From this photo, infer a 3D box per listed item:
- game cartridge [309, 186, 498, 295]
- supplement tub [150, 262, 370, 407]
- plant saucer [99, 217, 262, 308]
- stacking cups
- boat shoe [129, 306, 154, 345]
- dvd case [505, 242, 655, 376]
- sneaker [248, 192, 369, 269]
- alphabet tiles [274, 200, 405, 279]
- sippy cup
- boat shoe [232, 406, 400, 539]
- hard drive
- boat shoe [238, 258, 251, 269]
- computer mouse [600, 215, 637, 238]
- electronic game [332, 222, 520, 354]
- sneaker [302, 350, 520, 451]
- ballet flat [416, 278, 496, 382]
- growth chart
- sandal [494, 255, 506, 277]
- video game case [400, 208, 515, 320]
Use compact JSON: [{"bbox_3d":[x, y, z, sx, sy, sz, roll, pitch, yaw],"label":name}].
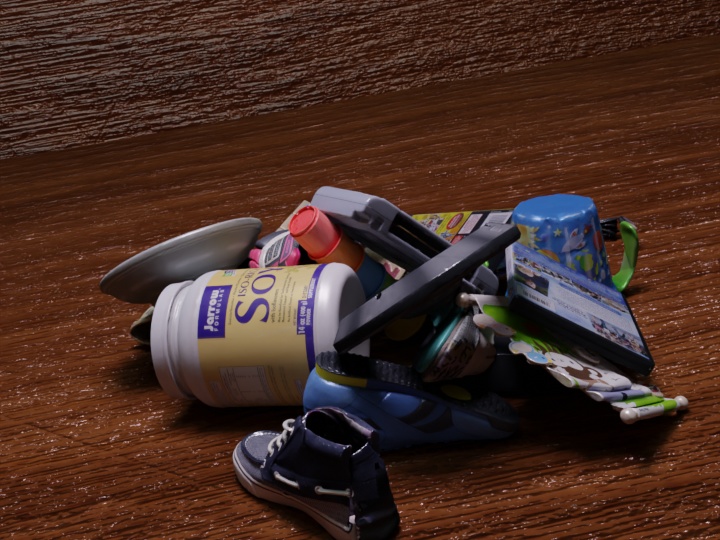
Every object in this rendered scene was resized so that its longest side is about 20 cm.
[{"bbox_3d":[0.045,-0.031,0.996,0.199,0.042,0.133,31,-3,-31],"label":"game cartridge"},{"bbox_3d":[-0.100,0.069,0.945,0.198,0.146,0.146,-4,20,15],"label":"supplement tub"},{"bbox_3d":[-0.199,0.001,1.050,0.199,0.051,0.200,-23,-5,-2],"label":"plant saucer"},{"bbox_3d":[0.000,0.000,1.000,0.060,0.200,0.061,-24,42,23],"label":"stacking cups"},{"bbox_3d":[-0.207,0.073,1.109,0.199,0.074,0.063,-4,22,48],"label":"boat shoe"},{"bbox_3d":[0.212,0.031,0.906,0.142,0.018,0.200,26,18,0],"label":"dvd case"},{"bbox_3d":[-0.034,-0.030,1.059,0.074,0.081,0.200,0,26,46],"label":"sneaker"},{"bbox_3d":[-0.030,-0.017,1.125,0.166,0.006,0.200,27,45,10],"label":"alphabet tiles"},{"bbox_3d":[0.230,-0.016,1.062,0.139,0.131,0.177,7,25,40],"label":"sippy cup"},{"bbox_3d":[-0.046,0.150,0.767,0.074,0.093,0.199,-24,24,-38],"label":"boat shoe"},{"bbox_3d":[0.161,0.081,0.950,0.199,0.043,0.135,-1,21,23],"label":"hard drive"},{"bbox_3d":[-0.083,0.035,1.104,0.199,0.063,0.074,29,46,29],"label":"boat shoe"},{"bbox_3d":[0.305,-0.034,1.217,0.139,0.046,0.200,-11,7,9],"label":"computer mouse"},{"bbox_3d":[0.060,0.017,0.828,0.199,0.042,0.200,-34,-3,-2],"label":"electronic game"},{"bbox_3d":[0.045,0.134,0.839,0.199,0.079,0.066,12,15,2],"label":"sneaker"},{"bbox_3d":[0.100,0.062,0.872,0.071,0.073,0.200,-5,18,10],"label":"ballet flat"},{"bbox_3d":[0.187,0.075,0.817,0.200,0.018,0.144,37,22,29],"label":"growth chart"},{"bbox_3d":[0.142,0.001,1.175,0.201,0.050,0.083,-22,28,6],"label":"sandal"},{"bbox_3d":[0.093,-0.009,1.153,0.180,0.026,0.200,-1,38,40],"label":"video game case"}]
